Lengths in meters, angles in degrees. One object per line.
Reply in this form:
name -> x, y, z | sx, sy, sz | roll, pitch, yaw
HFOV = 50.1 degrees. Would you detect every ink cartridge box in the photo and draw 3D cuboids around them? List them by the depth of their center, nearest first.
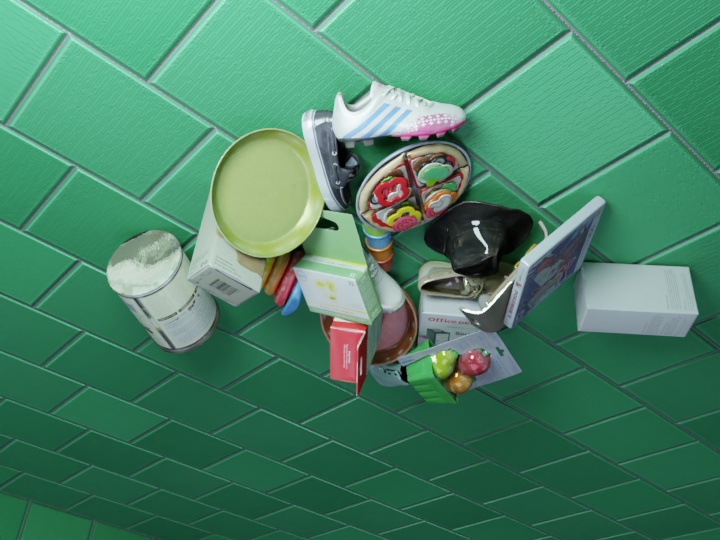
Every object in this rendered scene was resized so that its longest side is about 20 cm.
ink cartridge box -> -0.052, -0.007, 1.313 | 0.144, 0.048, 0.202 | 11, 135, 37
ink cartridge box -> -0.010, 0.121, 1.411 | 0.066, 0.201, 0.118 | 7, 121, 11
ink cartridge box -> 0.185, 0.109, 1.542 | 0.143, 0.088, 0.201 | 5, 142, 2

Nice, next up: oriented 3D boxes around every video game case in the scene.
video game case -> 0.326, -0.011, 1.303 | 0.023, 0.199, 0.183 | 42, 154, 26

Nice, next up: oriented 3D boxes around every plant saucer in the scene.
plant saucer -> -0.148, -0.123, 1.217 | 0.199, 0.202, 0.031 | 33, 174, -34
plant saucer -> 0.017, 0.095, 1.528 | 0.197, 0.032, 0.203 | 6, 116, 11

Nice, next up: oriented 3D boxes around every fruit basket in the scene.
fruit basket -> 0.195, 0.181, 1.511 | 0.198, 0.095, 0.185 | -26, 136, 15

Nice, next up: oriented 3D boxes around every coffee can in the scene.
coffee can -> -0.370, 0.043, 1.466 | 0.144, 0.148, 0.201 | -4, 143, 12

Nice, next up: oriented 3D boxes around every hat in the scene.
hat -> 0.202, -0.036, 1.327 | 0.197, 0.082, 0.201 | 2, 153, 1

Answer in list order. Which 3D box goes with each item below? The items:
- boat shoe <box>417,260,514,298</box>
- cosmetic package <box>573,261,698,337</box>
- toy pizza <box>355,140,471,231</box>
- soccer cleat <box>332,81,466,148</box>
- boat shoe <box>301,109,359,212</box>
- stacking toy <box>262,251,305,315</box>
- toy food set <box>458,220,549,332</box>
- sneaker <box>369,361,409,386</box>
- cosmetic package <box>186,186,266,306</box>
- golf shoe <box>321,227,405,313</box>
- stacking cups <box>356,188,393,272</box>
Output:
boat shoe -> 0.204, 0.024, 1.428 | 0.197, 0.065, 0.073 | 4, 124, 7
cosmetic package -> 0.498, 0.052, 1.410 | 0.197, 0.109, 0.085 | 3, 145, 5
toy pizza -> 0.088, -0.123, 1.223 | 0.197, 0.032, 0.201 | -16, 146, -11
soccer cleat -> 0.056, -0.232, 1.112 | 0.197, 0.070, 0.088 | -8, 111, -2
boat shoe -> -0.035, -0.171, 1.212 | 0.065, 0.071, 0.201 | -4, 135, 14
stacking toy -> -0.190, -0.013, 1.423 | 0.198, 0.111, 0.116 | 25, 151, -7
toy food set -> 0.256, 0.014, 1.325 | 0.200, 0.060, 0.143 | -48, 154, 0
sneaker -> 0.037, 0.170, 1.610 | 0.200, 0.074, 0.118 | 43, 152, -24
cosmetic package -> -0.206, -0.057, 1.265 | 0.105, 0.202, 0.071 | 30, 139, -33
golf shoe -> 0.000, 0.000, 1.357 | 0.199, 0.079, 0.097 | 36, 156, 0
stacking cups -> 0.027, -0.068, 1.351 | 0.059, 0.061, 0.201 | 2, 147, 4
